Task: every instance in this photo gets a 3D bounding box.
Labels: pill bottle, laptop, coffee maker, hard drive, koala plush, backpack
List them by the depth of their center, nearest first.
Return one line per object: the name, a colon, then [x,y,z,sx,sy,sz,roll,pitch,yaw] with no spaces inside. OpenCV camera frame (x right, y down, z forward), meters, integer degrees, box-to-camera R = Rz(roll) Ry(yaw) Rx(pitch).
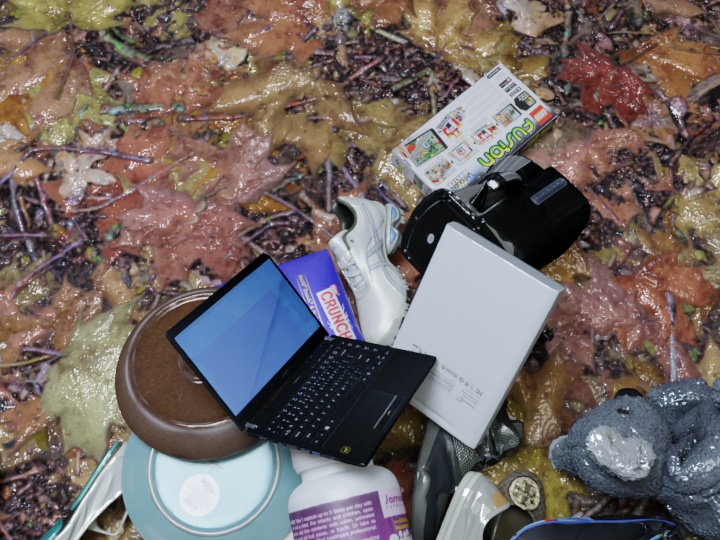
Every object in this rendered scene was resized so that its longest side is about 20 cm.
pill bottle: [-0.007,0.255,0.741,0.112,0.112,0.200,-12,73,-6]
laptop: [-0.050,0.077,0.763,0.200,0.103,0.177,10,32,25]
backpack: [0.218,0.337,0.779,0.200,0.135,0.183,4,72,-11]
hard drive: [0.108,0.068,0.805,0.132,0.200,0.027,34,28,23]
koala plush: [0.312,0.196,0.824,0.200,0.177,0.184,5,77,-7]
coffee maker: [0.171,-0.026,0.888,0.200,0.135,0.192,-29,92,-46]

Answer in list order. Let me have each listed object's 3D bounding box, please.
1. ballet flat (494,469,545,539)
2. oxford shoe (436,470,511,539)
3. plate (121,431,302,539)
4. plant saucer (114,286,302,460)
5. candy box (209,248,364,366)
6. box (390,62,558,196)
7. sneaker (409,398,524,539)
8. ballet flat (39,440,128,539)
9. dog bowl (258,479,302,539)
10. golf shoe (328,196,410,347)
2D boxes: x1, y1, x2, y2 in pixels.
ballet flat: [0.154,0.312,0.845,0.067,0.046,0.200,26,72,6]
oxford shoe: [0.102,0.307,0.800,0.058,0.075,0.200,22,98,23]
plate: [-0.149,0.202,0.801,0.200,0.026,0.201,0,70,-1]
plant saucer: [-0.161,0.097,0.817,0.200,0.035,0.201,0,58,0]
candy box: [-0.101,0.090,0.896,0.200,0.077,0.169,-19,72,-7]
box: [0.149,-0.173,1.018,0.200,0.035,0.110,-40,77,-14]
sneaker: [0.118,0.214,0.862,0.114,0.076,0.200,15,66,10]
ballet flat: [-0.298,0.279,0.835,0.069,0.069,0.200,34,72,9]
dog bowl: [-0.043,0.320,0.818,0.200,0.079,0.200,1,71,-2]
golf shoe: [0.000,0.000,0.907,0.097,0.078,0.200,20,49,-29]
